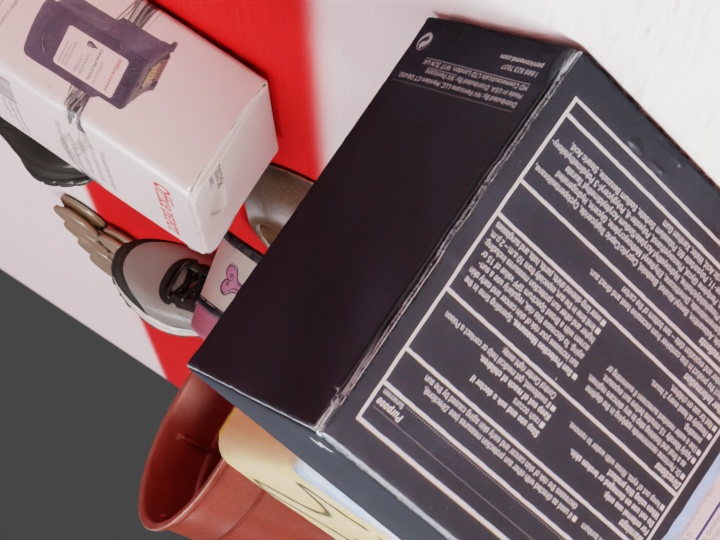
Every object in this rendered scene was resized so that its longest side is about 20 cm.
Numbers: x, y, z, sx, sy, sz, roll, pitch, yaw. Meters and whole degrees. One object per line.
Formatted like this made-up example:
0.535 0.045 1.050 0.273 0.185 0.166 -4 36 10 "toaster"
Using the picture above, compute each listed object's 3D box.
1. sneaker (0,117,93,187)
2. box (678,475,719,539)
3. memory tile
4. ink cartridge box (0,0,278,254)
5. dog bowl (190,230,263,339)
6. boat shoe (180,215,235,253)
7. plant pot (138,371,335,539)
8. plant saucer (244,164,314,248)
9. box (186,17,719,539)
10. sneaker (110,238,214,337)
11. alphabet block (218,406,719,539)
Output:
-0.231 -0.121 1.847 0.200 0.076 0.091 24 157 33 "sneaker"
0.213 0.158 1.646 0.200 0.097 0.176 36 170 -5 "box"
-0.194 0.000 2.436 0.153 0.017 0.200 32 170 15 "memory tile"
-0.151 -0.110 1.594 0.200 0.084 0.145 34 170 8 "ink cartridge box"
-0.033 0.057 1.934 0.200 0.074 0.200 35 179 1 "dog bowl"
-0.115 -0.055 1.751 0.067 0.074 0.200 27 172 -10 "boat shoe"
-0.056 0.173 2.350 0.195 0.201 0.201 29 172 -20 "plant pot"
0.000 0.000 1.780 0.200 0.032 0.200 33 171 6 "plant saucer"
0.065 0.028 1.224 0.200 0.199 0.123 42 167 -34 "box"
-0.103 0.024 2.133 0.200 0.074 0.079 26 159 12 "sneaker"
0.067 0.070 1.424 0.195 0.197 0.200 38 170 -11 "alphabet block"
